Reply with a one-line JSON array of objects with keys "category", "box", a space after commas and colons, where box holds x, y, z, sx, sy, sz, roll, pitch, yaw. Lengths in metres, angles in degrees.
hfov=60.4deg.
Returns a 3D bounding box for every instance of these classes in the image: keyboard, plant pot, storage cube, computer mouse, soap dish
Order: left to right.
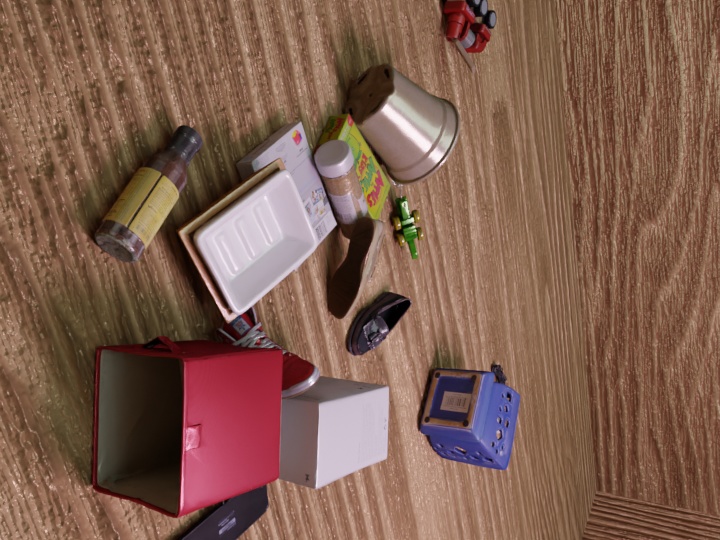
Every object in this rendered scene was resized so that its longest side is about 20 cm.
[{"category": "storage cube", "box": [-0.218, 0.186, 0.800, 0.178, 0.167, 0.206, 5, 86, -57]}, {"category": "keyboard", "box": [-0.213, 0.368, 0.949, 0.199, 0.020, 0.131, -28, 119, -55]}, {"category": "soap dish", "box": [-0.167, -0.048, 0.923, 0.200, 0.080, 0.160, -42, 126, -30]}, {"category": "plant pot", "box": [0.071, -0.308, 1.252, 0.182, 0.197, 0.205, 29, 66, -40]}, {"category": "plant pot", "box": [0.266, 0.357, 1.546, 0.180, 0.196, 0.204, 45, 55, -41]}, {"category": "computer mouse", "box": [0.420, 0.405, 1.924, 0.110, 0.043, 0.204, 58, 39, -47]}]

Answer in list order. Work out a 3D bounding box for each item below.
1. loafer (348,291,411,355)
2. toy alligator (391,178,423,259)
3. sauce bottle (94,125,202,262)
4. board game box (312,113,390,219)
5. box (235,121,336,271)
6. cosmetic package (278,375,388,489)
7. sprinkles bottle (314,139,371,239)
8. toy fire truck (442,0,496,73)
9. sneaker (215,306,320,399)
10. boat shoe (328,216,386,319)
[{"category": "loafer", "box": [0.043, 0.107, 1.304, 0.200, 0.062, 0.073, -46, 128, -47]}, {"category": "toy alligator", "box": [0.099, -0.125, 1.403, 0.054, 0.058, 0.205, -120, -166, -68]}, {"category": "sauce bottle", "box": [-0.268, -0.106, 0.811, 0.065, 0.063, 0.203, 55, 48, -41]}, {"category": "board game box", "box": [-0.013, -0.197, 1.226, 0.201, 0.047, 0.103, 53, 48, -44]}, {"category": "box", "box": [-0.121, -0.127, 1.064, 0.157, 0.040, 0.204, -52, 133, -44]}, {"category": "cosmetic package", "box": [-0.087, 0.241, 0.980, 0.198, 0.195, 0.127, 1, 90, -57]}, {"category": "sprinkles bottle", "box": [-0.028, -0.144, 1.147, 0.202, 0.067, 0.069, 70, 36, -50]}, {"category": "toy fire truck", "box": [0.284, -0.615, 1.633, 0.175, 0.126, 0.205, 17, 88, -56]}, {"category": "sneaker", "box": [-0.143, 0.114, 0.901, 0.071, 0.197, 0.115, -36, 114, -35]}, {"category": "boat shoe", "box": [0.000, 0.000, 1.180, 0.064, 0.071, 0.204, 4, 113, -53]}]
